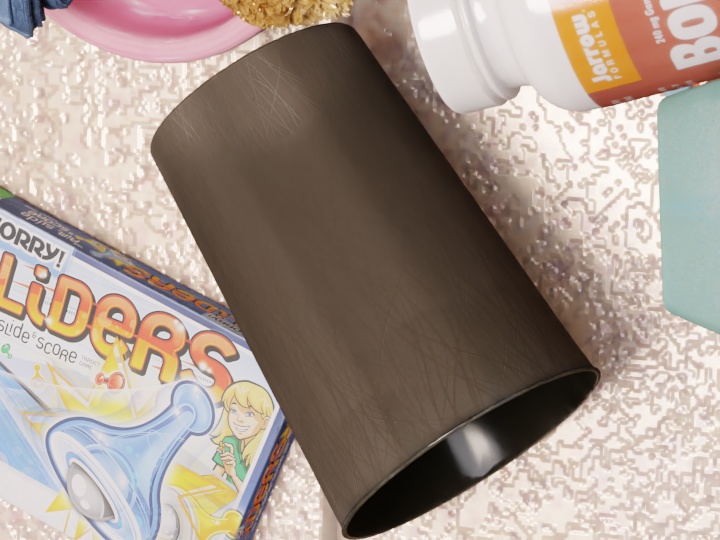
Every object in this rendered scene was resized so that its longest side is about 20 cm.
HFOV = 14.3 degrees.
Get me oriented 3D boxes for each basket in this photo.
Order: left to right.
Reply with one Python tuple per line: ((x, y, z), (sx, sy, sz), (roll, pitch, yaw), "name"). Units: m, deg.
((0.000, 0.000, 1.304), (0.135, 0.180, 0.201), (-30, 78, -8), "basket")

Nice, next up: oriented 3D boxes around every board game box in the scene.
((-0.131, 0.060, 1.415), (0.199, 0.034, 0.136), (27, 105, 14), "board game box")

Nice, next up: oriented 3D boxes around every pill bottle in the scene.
((0.125, -0.133, 1.243), (0.199, 0.112, 0.113), (-14, 93, 19), "pill bottle")

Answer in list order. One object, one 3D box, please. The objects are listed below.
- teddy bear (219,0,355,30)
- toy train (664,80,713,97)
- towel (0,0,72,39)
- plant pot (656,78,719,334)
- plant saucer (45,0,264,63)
((-0.056, -0.200, 1.245), (0.144, 0.067, 0.201), (19, 117, 25), "teddy bear")
((0.236, -0.072, 1.260), (0.199, 0.056, 0.151), (-19, 91, 21), "toy train")
((-0.209, -0.195, 1.348), (0.200, 0.048, 0.112), (31, 127, 38), "towel")
((0.230, -0.030, 1.173), (0.199, 0.141, 0.142), (2, 98, 31), "plant pot")
((-0.095, -0.199, 1.339), (0.199, 0.051, 0.202), (11, 115, 25), "plant saucer")
